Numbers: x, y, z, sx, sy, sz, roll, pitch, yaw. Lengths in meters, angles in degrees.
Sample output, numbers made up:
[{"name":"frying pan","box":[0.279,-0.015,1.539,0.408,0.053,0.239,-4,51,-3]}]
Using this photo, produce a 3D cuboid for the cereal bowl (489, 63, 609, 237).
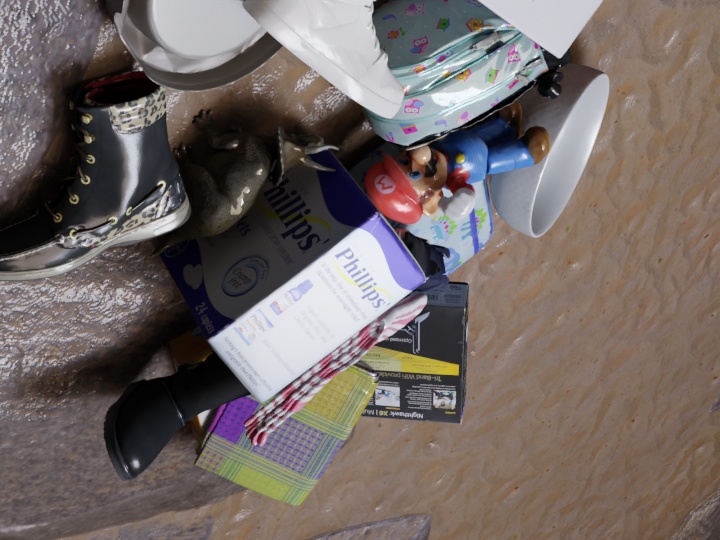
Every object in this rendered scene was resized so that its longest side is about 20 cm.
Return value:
[{"name":"cereal bowl","box":[0.197,-0.142,1.723,0.200,0.083,0.200,-55,161,-29]}]

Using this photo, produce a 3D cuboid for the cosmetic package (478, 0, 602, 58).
[{"name":"cosmetic package","box":[0.102,-0.315,1.368,0.123,0.200,0.199,-54,145,10]}]

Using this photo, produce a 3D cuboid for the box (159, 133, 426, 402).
[{"name":"box","box":[-0.070,-0.007,1.502,0.200,0.184,0.105,-37,127,0]}]

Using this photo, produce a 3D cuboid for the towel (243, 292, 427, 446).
[{"name":"towel","box":[-0.021,0.097,1.575,0.200,0.030,0.146,-40,177,21]}]

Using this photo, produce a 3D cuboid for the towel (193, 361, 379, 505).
[{"name":"towel","box":[-0.081,0.158,1.700,0.144,0.023,0.200,25,113,-10]}]

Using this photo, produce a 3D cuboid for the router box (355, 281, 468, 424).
[{"name":"router box","box":[0.017,0.085,1.703,0.200,0.052,0.157,4,123,7]}]

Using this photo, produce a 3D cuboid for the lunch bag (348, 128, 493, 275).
[{"name":"lunch bag","box":[0.067,-0.068,1.700,0.161,0.082,0.200,-35,146,-17]}]

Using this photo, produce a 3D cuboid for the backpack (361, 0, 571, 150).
[{"name":"backpack","box":[0.083,-0.212,1.517,0.200,0.167,0.127,-30,128,-8]}]

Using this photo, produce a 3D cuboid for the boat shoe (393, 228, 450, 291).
[{"name":"boat shoe","box":[0.000,0.000,1.619,0.093,0.200,0.075,17,76,-49]}]

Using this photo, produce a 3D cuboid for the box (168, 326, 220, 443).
[{"name":"box","box":[-0.139,0.122,1.725,0.119,0.041,0.200,-29,145,-20]}]

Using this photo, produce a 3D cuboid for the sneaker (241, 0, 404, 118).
[{"name":"sneaker","box":[0.001,-0.219,1.364,0.116,0.074,0.200,-48,138,8]}]

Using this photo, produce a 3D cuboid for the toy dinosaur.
[{"name":"toy dinosaur","box":[-0.129,-0.083,1.463,0.200,0.102,0.077,-43,145,-3]}]

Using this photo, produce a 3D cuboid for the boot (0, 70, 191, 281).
[{"name":"boot","box":[-0.252,-0.085,1.372,0.204,0.073,0.154,-20,132,-22]}]

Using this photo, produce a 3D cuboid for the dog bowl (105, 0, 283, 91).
[{"name":"dog bowl","box":[-0.129,-0.252,1.324,0.200,0.059,0.200,-28,142,-24]}]

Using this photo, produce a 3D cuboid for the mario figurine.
[{"name":"mario figurine","box":[0.093,-0.117,1.556,0.200,0.123,0.106,-26,110,-23]}]

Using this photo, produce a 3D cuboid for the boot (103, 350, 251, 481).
[{"name":"boot","box":[-0.146,0.125,1.548,0.200,0.165,0.066,-19,113,11]}]
